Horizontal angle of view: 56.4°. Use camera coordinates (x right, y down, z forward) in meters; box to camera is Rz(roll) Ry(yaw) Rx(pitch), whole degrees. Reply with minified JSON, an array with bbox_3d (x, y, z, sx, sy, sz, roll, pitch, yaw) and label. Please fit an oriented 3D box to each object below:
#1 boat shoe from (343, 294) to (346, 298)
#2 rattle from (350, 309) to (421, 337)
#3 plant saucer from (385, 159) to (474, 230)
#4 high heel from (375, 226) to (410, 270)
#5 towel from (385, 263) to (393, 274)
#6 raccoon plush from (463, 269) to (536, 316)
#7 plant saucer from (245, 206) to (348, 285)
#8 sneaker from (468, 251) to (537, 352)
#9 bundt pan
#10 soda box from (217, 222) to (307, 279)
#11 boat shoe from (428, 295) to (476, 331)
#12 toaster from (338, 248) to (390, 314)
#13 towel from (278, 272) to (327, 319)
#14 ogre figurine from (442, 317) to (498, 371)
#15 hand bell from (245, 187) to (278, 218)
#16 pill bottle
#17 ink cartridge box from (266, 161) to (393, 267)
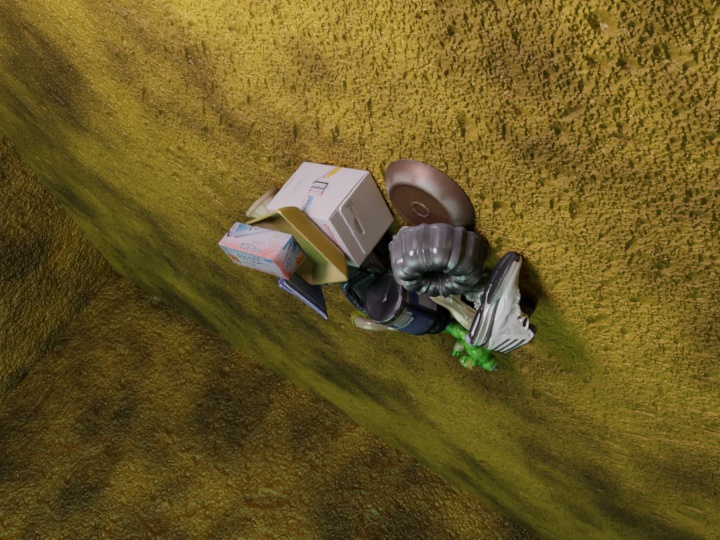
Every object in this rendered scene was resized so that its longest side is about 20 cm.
[{"bbox_3d":[0.056,0.060,1.727,0.198,0.067,0.072,16,142,-2],"label":"boat shoe"},{"bbox_3d":[0.076,0.096,1.815,0.198,0.145,0.130,8,-179,23],"label":"rattle"},{"bbox_3d":[0.123,-0.127,1.286,0.199,0.037,0.201,31,157,15],"label":"plant saucer"},{"bbox_3d":[0.114,-0.029,1.463,0.199,0.072,0.143,15,155,51],"label":"high heel"},{"bbox_3d":[0.138,0.047,1.634,0.199,0.022,0.147,34,159,7],"label":"towel"},{"bbox_3d":[0.281,0.086,1.416,0.134,0.097,0.201,38,160,16],"label":"raccoon plush"},{"bbox_3d":[-0.122,-0.057,1.381,0.200,0.049,0.199,45,158,-18],"label":"plant saucer"},{"bbox_3d":[0.295,0.067,1.295,0.114,0.202,0.076,17,-161,-5],"label":"sneaker"},{"bbox_3d":[0.151,-0.008,1.320,0.199,0.077,0.203,4,151,2],"label":"bundt pan"},{"bbox_3d":[-0.202,-0.043,1.374,0.199,0.069,0.064,15,150,44],"label":"soda box"},{"bbox_3d":[0.205,0.048,1.493,0.200,0.071,0.064,41,123,-9],"label":"boat shoe"},{"bbox_3d":[0.000,0.000,1.546,0.200,0.113,0.130,51,-169,-54],"label":"toaster"},{"bbox_3d":[-0.140,0.014,1.513,0.144,0.024,0.201,39,-162,-32],"label":"towel"},{"bbox_3d":[0.263,0.176,1.619,0.120,0.098,0.202,35,151,52],"label":"ogre figurine"},{"bbox_3d":[-0.178,-0.096,1.655,0.200,0.104,0.104,48,158,-1],"label":"hand bell"},{"bbox_3d":[0.112,0.084,1.510,0.111,0.113,0.199,12,174,45],"label":"pill bottle"},{"bbox_3d":[-0.062,-0.121,1.422,0.199,0.145,0.148,16,150,42],"label":"ink cartridge box"}]
